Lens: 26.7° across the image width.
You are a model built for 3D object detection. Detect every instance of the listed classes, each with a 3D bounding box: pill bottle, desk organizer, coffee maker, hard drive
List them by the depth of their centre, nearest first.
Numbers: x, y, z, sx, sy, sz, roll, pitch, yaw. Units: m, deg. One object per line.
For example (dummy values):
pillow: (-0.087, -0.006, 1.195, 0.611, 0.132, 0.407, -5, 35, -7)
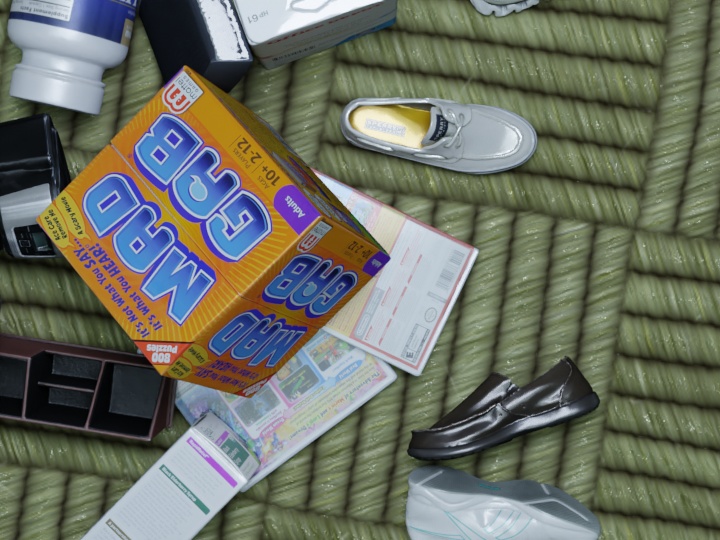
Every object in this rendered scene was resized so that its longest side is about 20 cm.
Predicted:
hard drive: (-0.162, -0.229, 1.443, 0.042, 0.200, 0.135, -20, 91, -20)
coffee maker: (-0.386, -0.086, 1.475, 0.200, 0.135, 0.192, -11, 75, -7)
pill bottle: (-0.279, -0.259, 1.482, 0.119, 0.120, 0.200, 12, 93, 0)
desk organizer: (-0.289, 0.115, 1.504, 0.200, 0.077, 0.072, 8, 98, 6)

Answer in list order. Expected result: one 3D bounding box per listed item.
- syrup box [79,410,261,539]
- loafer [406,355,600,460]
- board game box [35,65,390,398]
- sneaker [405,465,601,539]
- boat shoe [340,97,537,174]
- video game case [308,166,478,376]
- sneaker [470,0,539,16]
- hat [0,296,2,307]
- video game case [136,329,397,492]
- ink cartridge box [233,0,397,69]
syrup box: (-0.197, 0.240, 1.508, 0.200, 0.079, 0.081, -44, 91, 10)
loafer: (0.137, 0.139, 1.526, 0.200, 0.073, 0.071, -18, 82, -4)
board game box: (-0.132, -0.029, 1.414, 0.200, 0.200, 0.200, -44, 69, 6)
sneaker: (0.142, 0.254, 1.533, 0.200, 0.070, 0.080, 10, 107, 3)
boat shoe: (0.078, -0.139, 1.510, 0.200, 0.070, 0.071, 11, 92, 0)
video game case: (0.000, 0.000, 1.524, 0.200, 0.017, 0.143, 26, 88, -3)
sneaker: (0.204, -0.306, 1.499, 0.200, 0.081, 0.075, -21, 90, 0)
hat: (-0.432, 0.074, 1.461, 0.081, 0.201, 0.201, 36, 92, -26)
video game case: (-0.095, 0.095, 1.543, 0.200, 0.024, 0.182, -36, 92, 1)
ink cartridge box: (-0.044, -0.262, 1.441, 0.144, 0.200, 0.085, -19, 92, 1)
